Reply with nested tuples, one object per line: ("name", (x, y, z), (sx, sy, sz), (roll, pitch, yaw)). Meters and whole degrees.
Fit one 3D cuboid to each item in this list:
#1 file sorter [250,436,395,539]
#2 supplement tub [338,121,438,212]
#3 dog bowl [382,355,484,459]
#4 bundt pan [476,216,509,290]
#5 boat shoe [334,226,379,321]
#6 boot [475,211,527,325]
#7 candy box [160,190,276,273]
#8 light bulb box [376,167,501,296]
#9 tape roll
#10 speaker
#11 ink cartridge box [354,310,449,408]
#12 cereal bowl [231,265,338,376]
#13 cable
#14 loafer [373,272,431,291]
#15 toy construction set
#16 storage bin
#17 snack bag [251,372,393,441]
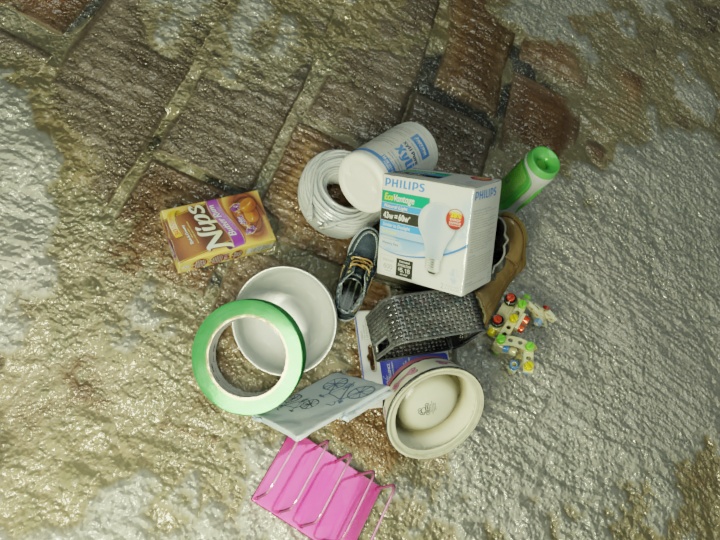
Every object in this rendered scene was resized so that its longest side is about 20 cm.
("file sorter", (-0.059, 0.378, 1.014), (0.199, 0.126, 0.140), (34, 60, -3))
("supplement tub", (0.059, -0.219, 1.241), (0.132, 0.132, 0.200), (47, 52, 5))
("dog bowl", (0.129, 0.250, 1.115), (0.198, 0.202, 0.074), (0, 23, -20))
("bundt pan", (0.223, -0.041, 1.252), (0.076, 0.200, 0.204), (42, 41, -52))
("boat shoe", (0.000, 0.000, 1.157), (0.070, 0.091, 0.202), (18, 75, -2))
("boot", (0.299, -0.003, 1.301), (0.200, 0.066, 0.176), (-47, 131, -31))
("candy box", (-0.282, -0.079, 1.175), (0.198, 0.056, 0.118), (-17, 75, -24))
("light bulb box", (0.148, -0.081, 1.134), (0.124, 0.197, 0.202), (-20, 119, -51))
("tape roll", (-0.197, 0.152, 1.054), (0.198, 0.048, 0.203), (0, 91, 3))
("speaker", (0.376, -0.202, 1.381), (0.088, 0.200, 0.089), (7, 65, -16))
("ink cartridge box", (0.085, 0.177, 1.203), (0.198, 0.047, 0.200), (-1, 69, -18))
("cereal bowl", (-0.137, 0.093, 1.116), (0.198, 0.083, 0.202), (0, 89, 3))
("cable", (-0.039, -0.166, 1.294), (0.198, 0.069, 0.202), (0, 67, -20))
("loafer", (0.061, 0.007, 1.268), (0.198, 0.063, 0.072), (21, 31, -14))
("toy construction set", (0.353, 0.126, 1.291), (0.130, 0.093, 0.200), (29, 51, 20))
("storage bin", (0.124, 0.103, 1.145), (0.198, 0.135, 0.095), (-7, 70, -23))
("snack bag", (-0.070, 0.237, 1.038), (0.199, 0.188, 0.022), (-23, 102, -32))
